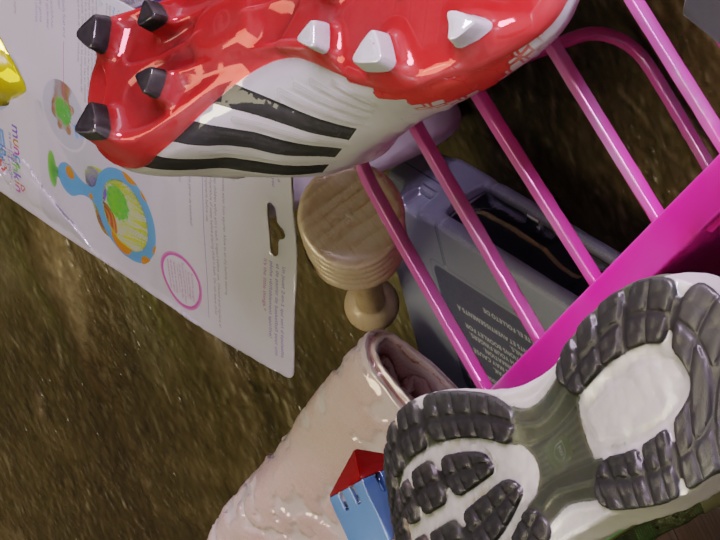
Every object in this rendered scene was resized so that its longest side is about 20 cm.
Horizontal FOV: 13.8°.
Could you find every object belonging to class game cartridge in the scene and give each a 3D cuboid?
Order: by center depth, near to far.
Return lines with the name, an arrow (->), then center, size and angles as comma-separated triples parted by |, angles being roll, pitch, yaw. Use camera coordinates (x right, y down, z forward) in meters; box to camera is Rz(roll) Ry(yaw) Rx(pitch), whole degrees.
game cartridge -> 0.089, 0.046, 1.120 | 0.200, 0.041, 0.134 | 34, 146, 43

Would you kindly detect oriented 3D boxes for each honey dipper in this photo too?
honey dipper -> 0.000, 0.000, 1.100 | 0.038, 0.038, 0.200 | 58, 176, 10

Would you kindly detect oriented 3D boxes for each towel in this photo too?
towel -> 0.030, 0.138, 1.227 | 0.191, 0.032, 0.200 | 48, 144, 7

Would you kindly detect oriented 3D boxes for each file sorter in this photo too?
file sorter -> 0.099, -0.058, 0.939 | 0.126, 0.138, 0.200 | 60, 151, 12

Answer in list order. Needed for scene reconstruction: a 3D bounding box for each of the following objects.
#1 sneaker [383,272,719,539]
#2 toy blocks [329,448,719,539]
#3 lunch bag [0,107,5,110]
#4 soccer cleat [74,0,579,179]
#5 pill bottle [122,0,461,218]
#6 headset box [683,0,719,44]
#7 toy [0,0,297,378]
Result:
sneaker -> 0.082, 0.059, 0.910 | 0.200, 0.088, 0.077 | -30, 68, 51
toy blocks -> 0.067, 0.106, 1.085 | 0.200, 0.100, 0.137 | -34, 79, 53
lunch bag -> -0.154, -0.134, 1.355 | 0.200, 0.075, 0.161 | 40, 138, 35
soccer cleat -> -0.001, -0.067, 0.903 | 0.199, 0.085, 0.069 | -16, 66, 40
pill bottle -> -0.047, -0.126, 1.146 | 0.111, 0.111, 0.201 | -10, 104, 60
headset box -> 0.186, -0.077, 0.714 | 0.149, 0.199, 0.075 | 43, 145, 31
toy -> -0.079, -0.056, 1.098 | 0.199, 0.047, 0.116 | 28, 132, 37
